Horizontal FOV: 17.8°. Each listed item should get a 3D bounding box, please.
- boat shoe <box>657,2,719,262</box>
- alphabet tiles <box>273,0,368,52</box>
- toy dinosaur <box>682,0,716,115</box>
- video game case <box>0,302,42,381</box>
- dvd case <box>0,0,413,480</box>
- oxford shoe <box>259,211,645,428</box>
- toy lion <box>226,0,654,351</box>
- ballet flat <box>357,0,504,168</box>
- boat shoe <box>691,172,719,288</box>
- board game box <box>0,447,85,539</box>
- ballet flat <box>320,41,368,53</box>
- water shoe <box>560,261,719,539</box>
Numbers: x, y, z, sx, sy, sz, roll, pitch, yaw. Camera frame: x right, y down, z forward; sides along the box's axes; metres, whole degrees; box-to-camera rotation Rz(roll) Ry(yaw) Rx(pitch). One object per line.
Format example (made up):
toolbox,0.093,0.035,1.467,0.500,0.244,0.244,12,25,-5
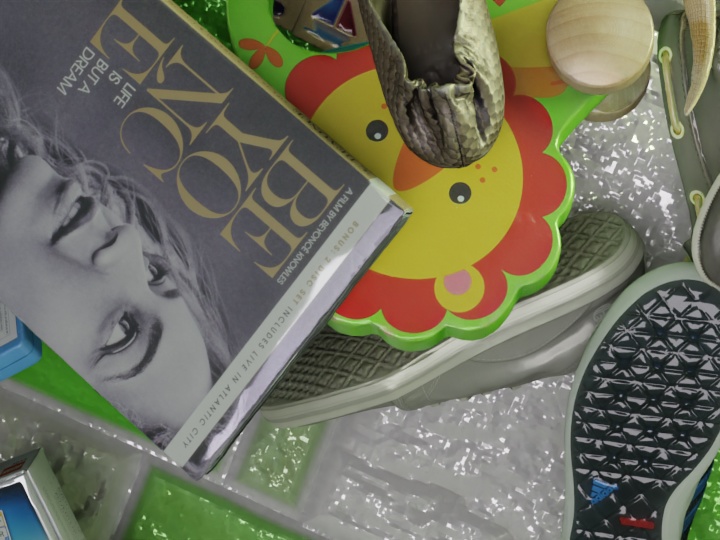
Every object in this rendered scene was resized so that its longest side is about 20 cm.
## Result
boat shoe,0.176,-0.023,1.025,0.060,0.072,0.202,5,116,38
alphabet tiles,0.024,-0.190,1.048,0.166,0.006,0.201,27,106,5
toy dinosaur,0.128,-0.175,0.945,0.101,0.058,0.200,-26,96,25
video game case,-0.240,0.030,1.088,0.200,0.143,0.018,-28,135,15
dvd case,-0.097,-0.032,0.973,0.200,0.016,0.149,41,104,10
oxford shoe,0.045,0.036,1.065,0.199,0.075,0.058,-22,124,15
toy lion,0.018,-0.075,0.991,0.200,0.069,0.192,44,85,10
ballet flat,0.015,-0.139,0.948,0.067,0.046,0.201,-15,82,6
boat shoe,0.226,-0.057,0.964,0.200,0.057,0.067,-36,117,-14
board game box,-0.216,0.178,1.096,0.199,0.035,0.127,-21,102,12
ballet flat,-0.050,-0.051,1.063,0.199,0.067,0.067,-17,131,3
water shoe,0.125,0.082,1.048,0.071,0.079,0.201,15,111,6
